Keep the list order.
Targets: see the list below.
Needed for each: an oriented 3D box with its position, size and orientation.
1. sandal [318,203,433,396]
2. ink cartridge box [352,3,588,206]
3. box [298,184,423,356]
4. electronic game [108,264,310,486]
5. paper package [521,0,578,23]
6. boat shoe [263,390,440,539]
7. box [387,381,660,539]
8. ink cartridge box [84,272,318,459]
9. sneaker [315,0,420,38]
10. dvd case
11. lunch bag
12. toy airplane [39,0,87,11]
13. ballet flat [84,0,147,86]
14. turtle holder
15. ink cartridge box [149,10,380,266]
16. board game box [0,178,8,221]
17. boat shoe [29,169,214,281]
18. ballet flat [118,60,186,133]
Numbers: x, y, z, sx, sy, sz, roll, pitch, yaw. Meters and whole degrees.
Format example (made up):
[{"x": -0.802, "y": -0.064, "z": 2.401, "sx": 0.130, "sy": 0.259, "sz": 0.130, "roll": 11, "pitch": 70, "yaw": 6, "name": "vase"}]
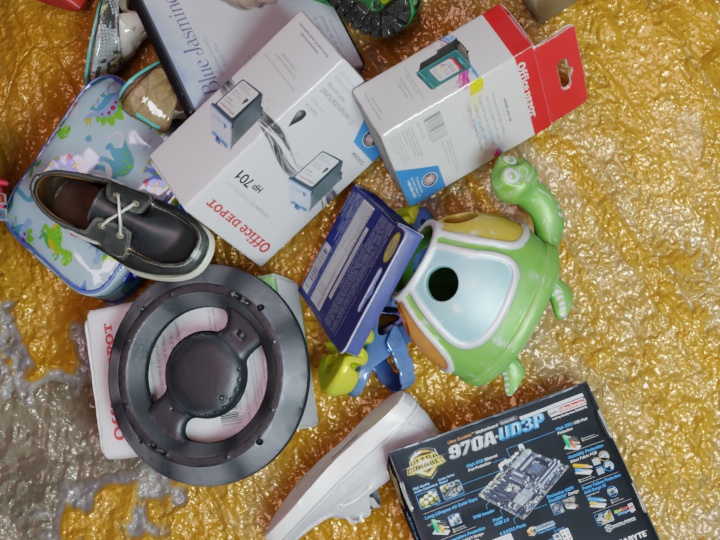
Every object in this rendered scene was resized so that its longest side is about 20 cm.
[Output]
[{"x": 0.030, "y": 0.035, "z": 1.193, "sx": 0.086, "sy": 0.079, "sz": 0.202, "roll": 24, "pitch": 81, "yaw": -19, "name": "sandal"}, {"x": 0.104, "y": -0.160, "z": 1.154, "sx": 0.198, "sy": 0.117, "sz": 0.068, "roll": -30, "pitch": 56, "yaw": -1, "name": "ink cartridge box"}, {"x": 0.000, "y": 0.000, "z": 1.136, "sx": 0.032, "sy": 0.200, "sz": 0.122, "roll": 26, "pitch": 98, "yaw": -18, "name": "box"}, {"x": -0.141, "y": 0.095, "z": 1.147, "sx": 0.197, "sy": 0.042, "sz": 0.203, "roll": -1, "pitch": 85, "yaw": 15, "name": "electronic game"}, {"x": 0.202, "y": -0.339, "z": 1.122, "sx": 0.189, "sy": 0.200, "sz": 0.104, "roll": -30, "pitch": 77, "yaw": 8, "name": "paper package"}, {"x": -0.007, "y": 0.200, "z": 1.178, "sx": 0.068, "sy": 0.072, "sz": 0.200, "roll": 44, "pitch": 98, "yaw": -6, "name": "boat shoe"}, {"x": 0.141, "y": 0.206, "z": 1.099, "sx": 0.198, "sy": 0.046, "sz": 0.160, "roll": -19, "pitch": 65, "yaw": -9, "name": "box"}, {"x": -0.154, "y": 0.096, "z": 1.216, "sx": 0.197, "sy": 0.084, "sz": 0.148, "roll": -10, "pitch": 82, "yaw": 13, "name": "ink cartridge box"}, {"x": -0.029, "y": -0.297, "z": 1.238, "sx": 0.199, "sy": 0.085, "sz": 0.078, "roll": 36, "pitch": 116, "yaw": 8, "name": "sneaker"}, {"x": -0.109, "y": -0.234, "z": 1.223, "sx": 0.198, "sy": 0.018, "sz": 0.144, "roll": -20, "pitch": 76, "yaw": -28, "name": "dvd case"}, {"x": -0.250, "y": -0.078, "z": 1.265, "sx": 0.160, "sy": 0.082, "sz": 0.201, "roll": 36, "pitch": 93, "yaw": 17, "name": "lunch bag"}, {"x": -0.397, "y": -0.349, "z": 1.308, "sx": 0.198, "sy": 0.141, "sz": 0.202, "roll": -18, "pitch": 91, "yaw": -22, "name": "toy airplane"}, {"x": -0.243, "y": -0.280, "z": 1.300, "sx": 0.071, "sy": 0.072, "sz": 0.203, "roll": 4, "pitch": 85, "yaw": 15, "name": "ballet flat"}, {"x": 0.110, "y": 0.006, "z": 1.111, "sx": 0.131, "sy": 0.142, "sz": 0.186, "roll": 29, "pitch": 122, "yaw": -13, "name": "turtle holder"}, {"x": -0.076, "y": -0.120, "z": 1.185, "sx": 0.200, "sy": 0.146, "sz": 0.086, "roll": -44, "pitch": 56, "yaw": 5, "name": "ink cartridge box"}, {"x": -0.395, "y": -0.063, "z": 1.284, "sx": 0.159, "sy": 0.039, "sz": 0.202, "roll": -54, "pitch": 37, "yaw": 35, "name": "board game box"}, {"x": -0.223, "y": -0.044, "z": 1.161, "sx": 0.198, "sy": 0.068, "sz": 0.073, "roll": 23, "pitch": 84, "yaw": 27, "name": "boat shoe"}, {"x": -0.153, "y": -0.200, "z": 1.237, "sx": 0.072, "sy": 0.068, "sz": 0.200, "roll": 44, "pitch": 52, "yaw": -3, "name": "ballet flat"}]
